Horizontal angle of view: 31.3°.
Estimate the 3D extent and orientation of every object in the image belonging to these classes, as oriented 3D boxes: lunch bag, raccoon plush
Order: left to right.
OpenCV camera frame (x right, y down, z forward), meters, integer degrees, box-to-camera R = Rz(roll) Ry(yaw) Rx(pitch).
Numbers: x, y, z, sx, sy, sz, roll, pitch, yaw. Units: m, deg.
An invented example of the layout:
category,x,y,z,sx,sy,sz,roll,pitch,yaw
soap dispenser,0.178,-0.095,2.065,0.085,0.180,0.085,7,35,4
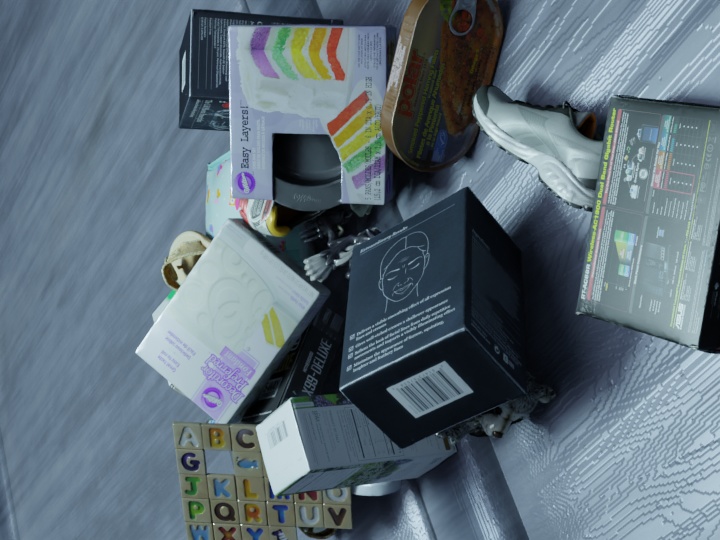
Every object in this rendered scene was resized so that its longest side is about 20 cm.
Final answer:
category,x,y,z,sx,sy,sz,roll,pitch,yaw
lunch bag,-0.119,-0.072,1.638,0.199,0.120,0.174,-13,76,61
raccoon plush,0.117,0.081,1.306,0.134,0.096,0.203,-35,58,40

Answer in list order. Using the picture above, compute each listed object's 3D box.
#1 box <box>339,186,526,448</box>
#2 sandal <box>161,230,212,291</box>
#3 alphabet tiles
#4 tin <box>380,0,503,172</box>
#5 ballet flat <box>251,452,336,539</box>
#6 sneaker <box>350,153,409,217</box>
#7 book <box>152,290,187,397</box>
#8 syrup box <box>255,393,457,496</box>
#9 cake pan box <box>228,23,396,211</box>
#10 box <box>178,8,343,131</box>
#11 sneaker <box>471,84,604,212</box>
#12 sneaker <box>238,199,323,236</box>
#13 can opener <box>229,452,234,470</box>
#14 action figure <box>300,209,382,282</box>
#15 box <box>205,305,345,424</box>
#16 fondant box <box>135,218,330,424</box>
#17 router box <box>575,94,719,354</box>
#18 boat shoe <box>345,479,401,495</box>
category,x,y,z,sx,sy,sz,roll,pitch,yaw
box,0.072,0.045,1.253,0.147,0.107,0.202,-27,36,27
sandal,-0.216,-0.004,1.626,0.210,0.069,0.079,9,107,52
alphabet tiles,-0.107,0.245,1.444,0.008,0.196,0.170,-73,-18,-62
tin,0.083,-0.206,1.356,0.042,0.111,0.203,34,114,51
ballet flat,-0.068,0.263,1.505,0.070,0.200,0.065,-38,56,-2
sneaker,0.048,-0.159,1.448,0.199,0.060,0.105,-37,94,16
book,-0.223,0.069,1.786,0.134,0.048,0.200,-50,30,11
syrup box,-0.002,0.180,1.369,0.079,0.198,0.083,-41,60,46
cake pan box,-0.054,-0.169,1.414,0.181,0.052,0.204,5,102,14
box,-0.125,-0.234,1.555,0.200,0.179,0.106,160,111,-78
sneaker,0.184,-0.133,1.246,0.200,0.073,0.080,45,114,41
sneaker,-0.045,-0.107,1.507,0.200,0.078,0.082,-42,37,-8
can opener,-0.185,0.195,1.757,0.054,0.066,0.202,-57,38,36
action figure,0.000,0.000,1.447,0.102,0.119,0.200,-42,26,-4
box,-0.109,0.135,1.605,0.199,0.049,0.159,-20,43,56
fondant box,-0.151,0.061,1.525,0.144,0.058,0.201,38,99,9
router box,0.270,-0.043,1.107,0.149,0.061,0.204,19,103,54
boat shoe,-0.014,0.199,1.499,0.199,0.072,0.069,-146,51,-62
